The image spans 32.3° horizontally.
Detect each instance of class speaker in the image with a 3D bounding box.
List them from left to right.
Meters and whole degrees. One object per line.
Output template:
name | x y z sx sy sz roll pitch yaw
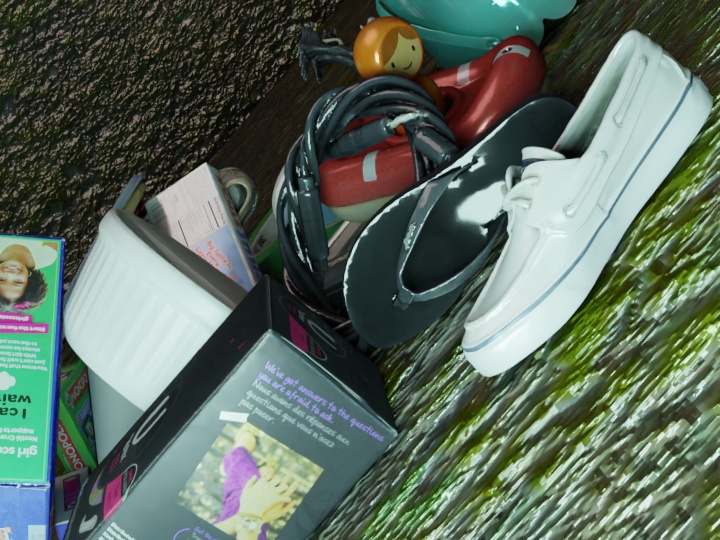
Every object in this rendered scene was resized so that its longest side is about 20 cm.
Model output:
speaker | -0.180 0.106 1.010 0.081 0.081 0.202 -43 44 27

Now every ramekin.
ramekin | -0.127 0.050 0.909 0.095 0.202 0.202 -53 13 0

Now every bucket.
bucket | 0.113 -0.275 1.128 0.207 0.135 0.207 -47 12 13

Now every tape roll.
tape roll | -0.052 -0.056 1.277 0.201 0.048 0.201 -47 13 15

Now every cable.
cable | -0.004 -0.033 0.866 0.050 0.163 0.201 -5 -45 -49

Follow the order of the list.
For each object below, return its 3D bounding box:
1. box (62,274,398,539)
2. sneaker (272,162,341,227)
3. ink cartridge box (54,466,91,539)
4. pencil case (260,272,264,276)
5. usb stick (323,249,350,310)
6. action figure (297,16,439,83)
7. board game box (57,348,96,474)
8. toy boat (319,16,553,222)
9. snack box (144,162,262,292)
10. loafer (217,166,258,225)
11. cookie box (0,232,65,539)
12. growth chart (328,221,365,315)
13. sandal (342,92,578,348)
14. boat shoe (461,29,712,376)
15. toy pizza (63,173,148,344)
box | -0.083 0.121 0.772 0.200 0.106 0.122 -48 14 7
sneaker | 0.015 -0.103 1.056 0.199 0.080 0.130 -40 12 -12
ink cartridge box | -0.202 0.216 0.936 0.037 0.096 0.200 -18 7 -15
pencil case | -0.143 0.086 1.120 0.201 0.088 0.088 -57 15 -27
usb stick | 0.000 0.000 0.950 0.199 0.033 0.056 -26 27 50
action figure | 0.038 -0.238 1.358 0.197 0.104 0.119 -6 -6 14
board game box | -0.229 0.137 1.126 0.029 0.136 0.200 -24 13 8
toy boat | 0.040 -0.127 0.914 0.198 0.131 0.131 -13 33 30
snack box | -0.123 0.008 1.067 0.071 0.202 0.024 -31 -26 13
loafer | -0.165 -0.011 1.131 0.201 0.072 0.063 -53 10 -2
cookie box | -0.255 0.104 0.896 0.172 0.074 0.202 110 158 -51
growth chart | -0.007 -0.018 1.090 0.145 0.018 0.200 -50 13 6
sandal | 0.060 -0.031 0.772 0.200 0.076 0.043 -47 12 15
boat shoe | 0.106 -0.039 0.662 0.201 0.065 0.073 -54 14 -14
toy pizza | -0.240 0.003 1.144 0.202 0.031 0.200 -59 8 14
